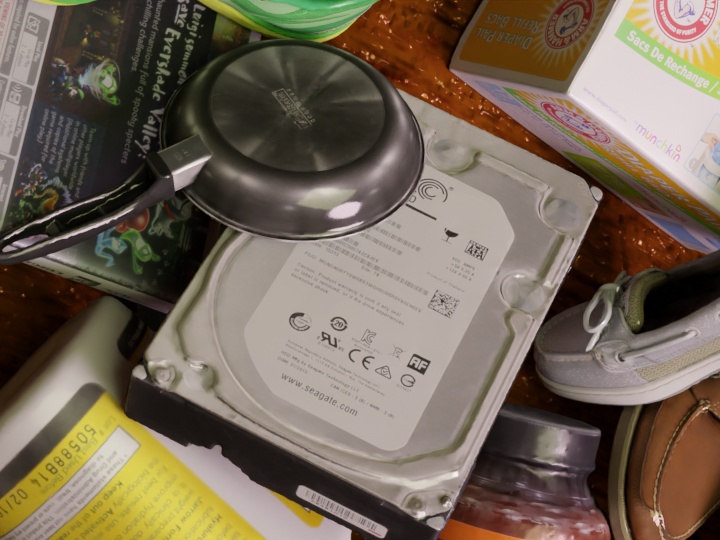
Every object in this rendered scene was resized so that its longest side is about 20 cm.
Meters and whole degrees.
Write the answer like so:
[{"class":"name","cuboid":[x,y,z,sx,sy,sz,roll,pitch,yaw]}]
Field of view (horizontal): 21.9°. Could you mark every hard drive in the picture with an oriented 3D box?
[{"class":"hard drive","cuboid":[0.007,0.010,0.788,0.140,0.038,0.200,27,52,5]}]

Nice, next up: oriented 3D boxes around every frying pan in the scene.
[{"class":"frying pan","cuboid":[-0.065,-0.058,0.785,0.190,0.115,0.031,-2,141,-12]}]

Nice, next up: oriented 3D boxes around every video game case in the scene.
[{"class":"video game case","cuboid":[-0.127,-0.101,0.794,0.182,0.023,0.200,21,70,-32]}]

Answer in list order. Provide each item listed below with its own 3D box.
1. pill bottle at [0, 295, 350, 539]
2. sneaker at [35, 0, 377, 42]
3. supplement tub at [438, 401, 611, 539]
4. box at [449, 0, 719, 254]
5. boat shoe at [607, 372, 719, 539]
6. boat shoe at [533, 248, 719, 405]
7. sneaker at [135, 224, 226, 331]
[{"class":"pill bottle","cuboid":[-0.075,0.115,0.808,0.200,0.111,0.111,44,74,-9]},{"class":"sneaker","cuboid":[-0.070,-0.145,0.777,0.200,0.084,0.074,5,80,-35]},{"class":"supplement tub","cuboid":[0.065,0.168,0.937,0.107,0.107,0.200,12,91,-32]},{"class":"box","cuboid":[0.163,-0.089,0.949,0.200,0.112,0.101,33,85,-30]},{"class":"boat shoe","cuboid":[0.192,0.075,0.974,0.200,0.068,0.072,-50,130,-44]},{"class":"boat shoe","cuboid":[0.166,0.016,0.926,0.065,0.202,0.074,55,47,-21]},{"class":"sneaker","cuboid":[0.000,0.000,0.874,0.200,0.096,0.079,-26,111,-25]}]
